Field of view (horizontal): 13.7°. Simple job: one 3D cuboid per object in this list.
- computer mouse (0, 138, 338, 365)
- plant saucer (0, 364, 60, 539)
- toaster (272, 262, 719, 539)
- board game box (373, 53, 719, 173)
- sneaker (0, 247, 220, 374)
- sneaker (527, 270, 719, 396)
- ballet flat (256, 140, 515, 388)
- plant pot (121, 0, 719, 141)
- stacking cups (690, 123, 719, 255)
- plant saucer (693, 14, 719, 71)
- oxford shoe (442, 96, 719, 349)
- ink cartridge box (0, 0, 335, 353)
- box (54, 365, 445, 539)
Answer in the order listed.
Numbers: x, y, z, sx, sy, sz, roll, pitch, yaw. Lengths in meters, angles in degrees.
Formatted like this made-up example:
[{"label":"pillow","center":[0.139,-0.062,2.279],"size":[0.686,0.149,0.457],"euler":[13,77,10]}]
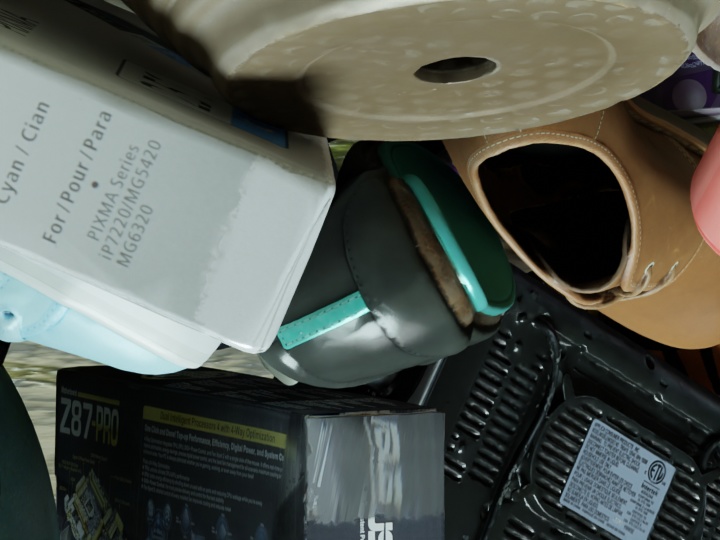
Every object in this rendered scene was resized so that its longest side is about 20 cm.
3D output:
[{"label":"computer mouse","center":[-0.058,0.006,0.941],"size":[0.140,0.046,0.200],"euler":[-33,174,-18]},{"label":"plant saucer","center":[-0.162,0.027,0.898],"size":[0.039,0.201,0.201],"euler":[-49,147,19]},{"label":"toaster","center":[0.042,0.101,1.040],"size":[0.200,0.181,0.119],"euler":[31,169,-34]},{"label":"board game box","center":[0.101,-0.045,0.959],"size":[0.199,0.032,0.120],"euler":[-4,170,-3]},{"label":"sneaker","center":[-0.133,-0.002,0.766],"size":[0.200,0.082,0.074],"euler":[22,-172,5]},{"label":"sneaker","center":[0.115,0.014,1.081],"size":[0.090,0.070,0.200],"euler":[2,174,-20]},{"label":"ballet flat","center":[0.000,0.000,0.838],"size":[0.068,0.068,0.200],"euler":[-29,177,6]},{"label":"plant pot","center":[0.015,-0.085,0.634],"size":[0.200,0.093,0.201],"euler":[-4,166,-1]},{"label":"stacking cups","center":[0.121,-0.068,0.689],"size":[0.060,0.061,0.200],"euler":[0,148,-19]},{"label":"plant saucer","center":[0.183,-0.090,0.791],"size":[0.200,0.035,0.200],"euler":[-5,165,-1]},{"label":"oxford shoe","center":[0.069,-0.013,0.881],"size":[0.071,0.071,0.200],"euler":[-22,147,20]},{"label":"ink cartridge box","center":[-0.095,-0.047,0.701],"size":[0.176,0.045,0.200],"euler":[22,-173,-5]},{"label":"box","center":[-0.039,0.113,0.889],"size":[0.049,0.162,0.200],"euler":[-2,-178,-26]}]
